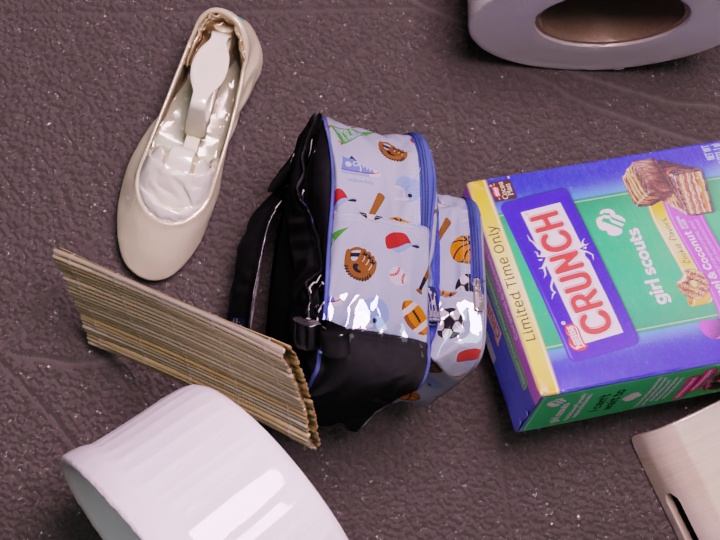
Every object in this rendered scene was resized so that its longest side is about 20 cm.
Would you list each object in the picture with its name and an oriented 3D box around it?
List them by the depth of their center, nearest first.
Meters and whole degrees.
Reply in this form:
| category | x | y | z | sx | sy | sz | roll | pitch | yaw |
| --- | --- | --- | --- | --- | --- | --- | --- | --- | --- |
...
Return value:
| category | x | y | z | sx | sy | sz | roll | pitch | yaw |
| --- | --- | --- | --- | --- | --- | --- | --- | --- | --- |
| ramekin | -0.087 | 0.167 | 0.784 | 0.098 | 0.200 | 0.201 | -37 | 88 | -21 |
| sushi mat | -0.111 | 0.048 | 0.799 | 0.200 | 0.096 | 0.012 | 21 | 52 | 31 |
| backpack | 0.000 | 0.000 | 0.836 | 0.153 | 0.200 | 0.191 | 3 | 70 | -21 |
| ballet flat | -0.120 | -0.092 | 0.886 | 0.069 | 0.069 | 0.201 | 18 | 78 | -7 |
| cookie box | 0.184 | 0.009 | 0.895 | 0.199 | 0.075 | 0.172 | -10 | 63 | -12 |
| tape roll | 0.174 | -0.239 | 0.896 | 0.202 | 0.203 | 0.140 | 1 | 81 | -10 |
| toy food set | 0.319 | 0.145 | 0.936 | 0.199 | 0.060 | 0.144 | -25 | 86 | -5 |
